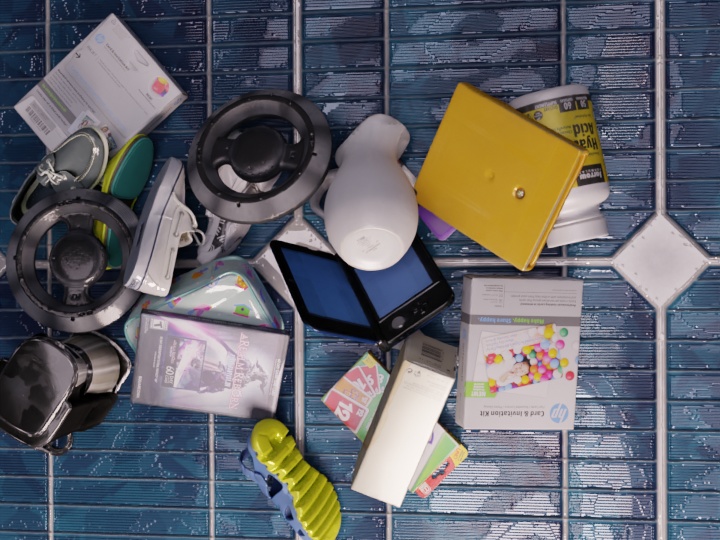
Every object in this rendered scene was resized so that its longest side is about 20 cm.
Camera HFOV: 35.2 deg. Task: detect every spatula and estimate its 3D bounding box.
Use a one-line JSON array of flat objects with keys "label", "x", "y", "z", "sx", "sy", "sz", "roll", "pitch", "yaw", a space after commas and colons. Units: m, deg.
[{"label": "spatula", "x": 0.067, "y": -0.131, "z": 1.570, "sx": 0.057, "sy": 0.021, "sz": 0.200, "roll": -42, "pitch": 84, "yaw": 8}]

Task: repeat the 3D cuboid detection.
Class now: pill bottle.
[{"label": "pill bottle", "x": 0.266, "y": -0.136, "z": 1.496, "sx": 0.111, "sy": 0.111, "sz": 0.200, "roll": -13, "pitch": 89, "yaw": 8}]

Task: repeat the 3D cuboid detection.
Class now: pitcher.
[{"label": "pitcher", "x": -0.004, "y": -0.087, "z": 1.498, "sx": 0.121, "sy": 0.200, "sz": 0.171, "roll": 32, "pitch": 128, "yaw": -31}]

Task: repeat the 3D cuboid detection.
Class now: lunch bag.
[{"label": "lunch bag", "x": -0.214, "y": 0.083, "z": 1.567, "sx": 0.200, "sy": 0.077, "sz": 0.161, "roll": -26, "pitch": 114, "yaw": 10}]

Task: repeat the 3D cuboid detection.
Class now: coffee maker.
[{"label": "coffee maker", "x": -0.418, "y": 0.179, "z": 1.554, "sx": 0.134, "sy": 0.200, "sz": 0.193, "roll": 9, "pitch": 92, "yaw": 9}]

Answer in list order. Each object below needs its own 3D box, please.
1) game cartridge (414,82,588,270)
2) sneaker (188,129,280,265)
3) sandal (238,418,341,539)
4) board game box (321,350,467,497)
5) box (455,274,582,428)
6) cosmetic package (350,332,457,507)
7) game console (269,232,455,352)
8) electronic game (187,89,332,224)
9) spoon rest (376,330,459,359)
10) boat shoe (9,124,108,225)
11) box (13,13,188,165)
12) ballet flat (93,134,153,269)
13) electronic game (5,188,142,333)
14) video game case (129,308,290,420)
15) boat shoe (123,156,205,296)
[{"label": "game cartridge", "x": 0.176, "y": -0.124, "z": 1.476, "sx": 0.200, "sy": 0.032, "sz": 0.177, "roll": 36, "pitch": 115, "yaw": 29}, {"label": "sneaker", "x": -0.197, "y": -0.111, "z": 1.586, "sx": 0.115, "sy": 0.075, "sz": 0.200, "roll": 31, "pitch": 90, "yaw": 9}, {"label": "sandal", "x": -0.101, "y": 0.299, "z": 1.580, "sx": 0.087, "sy": 0.079, "sz": 0.200, "roll": -29, "pitch": 94, "yaw": 44}, {"label": "board game box", "x": 0.048, "y": 0.215, "z": 1.574, "sx": 0.200, "sy": 0.030, "sz": 0.096, "roll": 45, "pitch": 97, "yaw": 4}, {"label": "box", "x": 0.210, "y": 0.108, "z": 1.506, "sx": 0.156, "sy": 0.041, "sz": 0.201, "roll": 2, "pitch": 96, "yaw": -12}, {"label": "cosmetic package", "x": 0.058, "y": 0.192, "z": 1.478, "sx": 0.073, "sy": 0.104, "sz": 0.200, "roll": 21, "pitch": 109, "yaw": -1}, {"label": "game console", "x": 0.000, "y": 0.000, "z": 1.482, "sx": 0.171, "sy": 0.118, "sz": 0.200, "roll": -35, "pitch": 41, "yaw": 6}, {"label": "electronic game", "x": -0.134, "y": -0.153, "z": 1.505, "sx": 0.200, "sy": 0.042, "sz": 0.200, "roll": -6, "pitch": 65, "yaw": 12}, {"label": "spoon rest", "x": 0.076, "y": 0.086, "z": 1.542, "sx": 0.199, "sy": 0.099, "sz": 0.061, "roll": 6, "pitch": 110, "yaw": -4}, {"label": "boat shoe", "x": -0.423, "y": -0.126, "z": 1.586, "sx": 0.200, "sy": 0.062, "sz": 0.073, "roll": -40, "pitch": 87, "yaw": 32}, {"label": "box", "x": -0.372, "y": -0.242, "z": 1.625, "sx": 0.200, "sy": 0.041, "sz": 0.156, "roll": -42, "pitch": 86, "yaw": 8}, {"label": "ballet flat", "x": -0.353, "y": -0.102, "z": 1.616, "sx": 0.067, "sy": 0.067, "sz": 0.200, "roll": 18, "pitch": 95, "yaw": 32}, {"label": "electronic game", "x": -0.386, "y": -0.014, "z": 1.557, "sx": 0.199, "sy": 0.042, "sz": 0.201, "roll": 0, "pitch": 81, "yaw": 1}, {"label": "video game case", "x": -0.205, "y": 0.130, "z": 1.538, "sx": 0.200, "sy": 0.019, "sz": 0.143, "roll": 9, "pitch": 116, "yaw": -6}, {"label": "boat shoe", "x": -0.252, "y": -0.055, "z": 1.537, "sx": 0.086, "sy": 0.075, "sz": 0.202, "roll": 23, "pitch": 57, "yaw": -22}]
